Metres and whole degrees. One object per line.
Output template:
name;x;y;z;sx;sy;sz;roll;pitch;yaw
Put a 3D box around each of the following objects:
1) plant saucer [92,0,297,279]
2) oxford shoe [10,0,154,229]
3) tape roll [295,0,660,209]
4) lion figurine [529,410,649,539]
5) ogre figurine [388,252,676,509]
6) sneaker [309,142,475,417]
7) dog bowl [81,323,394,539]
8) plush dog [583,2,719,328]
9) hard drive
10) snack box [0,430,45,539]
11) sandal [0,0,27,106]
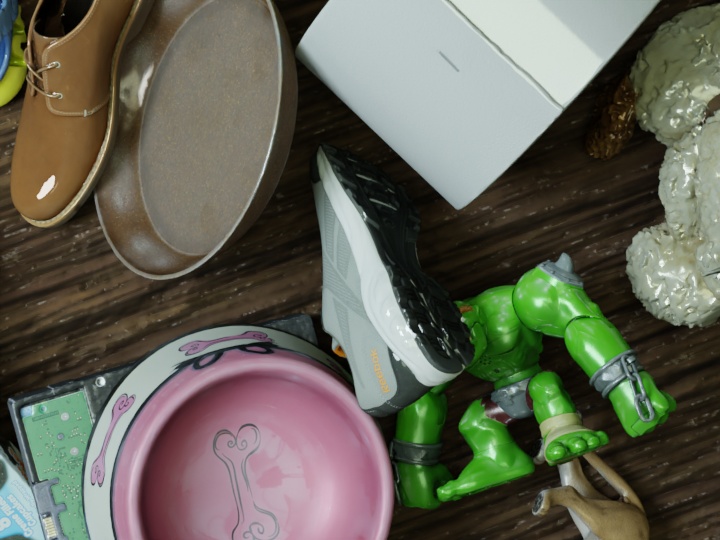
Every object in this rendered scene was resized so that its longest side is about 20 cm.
plant saucer;-0.098;-0.092;0.987;0.034;0.199;0.202;10;94;-39
oxford shoe;-0.189;-0.123;1.010;0.071;0.071;0.202;23;103;24
tape roll;0.076;-0.155;0.959;0.139;0.203;0.203;42;92;-3
lion figurine;0.145;0.204;1.043;0.122;0.072;0.201;26;87;-13
ogre figurine;0.089;0.070;1.013;0.097;0.200;0.121;-9;76;-35
sneaker;0.000;0.000;0.992;0.074;0.201;0.079;21;127;-39
dog bowl;-0.067;0.134;0.982;0.198;0.074;0.202;0;90;-17
plush dog;0.234;-0.086;1.003;0.199;0.161;0.173;-28;70;1
hard drive;-0.110;0.120;1.025;0.198;0.038;0.141;-17;94;-18
snack box;-0.272;0.139;1.010;0.116;0.037;0.201;-33;120;1
sandal;-0.247;-0.204;1.011;0.079;0.087;0.202;-6;91;2
